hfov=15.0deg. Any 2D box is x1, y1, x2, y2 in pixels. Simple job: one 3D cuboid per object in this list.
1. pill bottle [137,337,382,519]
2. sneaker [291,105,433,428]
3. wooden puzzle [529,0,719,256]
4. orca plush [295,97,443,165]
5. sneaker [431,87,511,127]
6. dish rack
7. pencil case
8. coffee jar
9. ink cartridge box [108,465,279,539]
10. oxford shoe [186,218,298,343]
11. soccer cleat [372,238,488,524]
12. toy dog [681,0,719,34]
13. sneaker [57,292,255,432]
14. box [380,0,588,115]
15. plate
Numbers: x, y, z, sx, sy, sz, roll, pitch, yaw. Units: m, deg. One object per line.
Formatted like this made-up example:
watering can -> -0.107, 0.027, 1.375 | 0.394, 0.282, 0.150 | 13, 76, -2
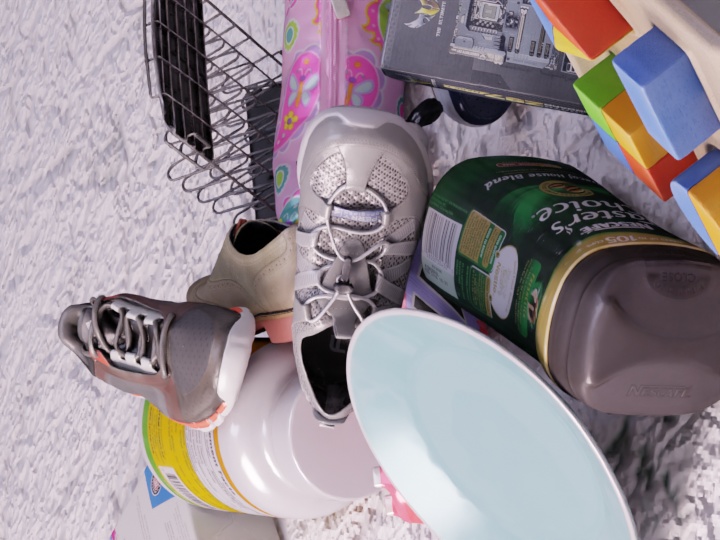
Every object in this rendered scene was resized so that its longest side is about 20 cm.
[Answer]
pill bottle -> -0.052, 0.097, 1.697 | 0.200, 0.111, 0.112 | -3, 78, 62
sneaker -> 0.000, 0.000, 1.481 | 0.082, 0.074, 0.201 | -84, -3, -49
wooden puzzle -> 0.142, -0.078, 1.289 | 0.046, 0.185, 0.200 | -40, 45, -7
orca plush -> 0.001, -0.066, 1.601 | 0.200, 0.071, 0.106 | -58, -11, -72
sneaker -> 0.100, -0.166, 1.547 | 0.108, 0.070, 0.201 | 35, 118, 51
dish rack -> -0.087, -0.097, 1.764 | 0.054, 0.200, 0.154 | -24, 54, 23
pencil case -> -0.013, -0.108, 1.726 | 0.087, 0.087, 0.201 | -24, 60, 58
coffee jar -> 0.115, 0.006, 1.414 | 0.200, 0.104, 0.086 | -140, 57, -59
ink cartridge box -> -0.130, 0.222, 1.850 | 0.200, 0.067, 0.116 | -61, 31, 31
oxford shoe -> -0.060, 0.001, 1.688 | 0.200, 0.070, 0.075 | -6, 106, 61
soccer cleat -> 0.053, 0.057, 1.578 | 0.067, 0.076, 0.201 | 71, -159, -52
toy dog -> 0.196, -0.120, 1.321 | 0.096, 0.132, 0.200 | -41, 35, -7
sneaker -> -0.131, 0.049, 1.662 | 0.200, 0.082, 0.077 | -2, 71, 63
box -> 0.105, -0.188, 1.451 | 0.051, 0.157, 0.201 | 22, -102, -85
plate -> 0.074, 0.096, 1.434 | 0.200, 0.026, 0.201 | 34, 146, 26
